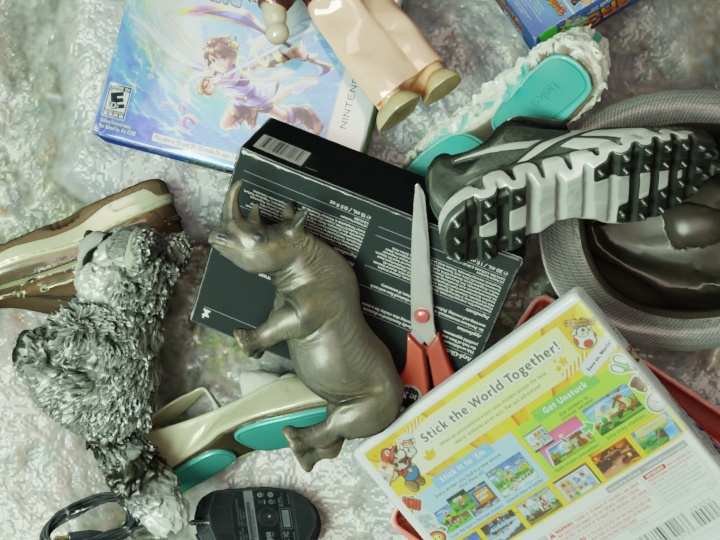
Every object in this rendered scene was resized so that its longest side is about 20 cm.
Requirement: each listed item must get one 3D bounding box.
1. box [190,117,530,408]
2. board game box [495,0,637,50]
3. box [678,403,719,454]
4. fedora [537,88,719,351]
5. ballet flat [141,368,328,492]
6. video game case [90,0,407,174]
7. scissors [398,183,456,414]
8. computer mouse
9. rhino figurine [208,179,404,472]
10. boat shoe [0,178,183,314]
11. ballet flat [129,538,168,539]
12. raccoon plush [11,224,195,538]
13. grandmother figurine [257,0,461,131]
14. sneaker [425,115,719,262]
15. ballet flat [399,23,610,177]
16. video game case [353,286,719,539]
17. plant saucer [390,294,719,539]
[{"bbox_3d":[0.000,0.000,0.870,0.200,0.079,0.141,22,116,4],"label":"box"},{"bbox_3d":[0.130,-0.264,0.892,0.135,0.034,0.200,-31,69,1],"label":"board game box"},{"bbox_3d":[0.210,0.138,0.844,0.070,0.064,0.200,-44,87,14],"label":"box"},{"bbox_3d":[0.223,-0.033,0.878,0.200,0.090,0.177,-9,87,7],"label":"fedora"},{"bbox_3d":[-0.091,0.107,0.900,0.200,0.069,0.070,-23,86,10],"label":"ballet flat"},{"bbox_3d":[-0.078,-0.161,0.924,0.200,0.045,0.182,14,87,4],"label":"video game case"},{"bbox_3d":[0.036,0.041,0.830,0.073,0.014,0.200,-10,113,21],"label":"scissors"},{"bbox_3d":[-0.125,0.185,0.888,0.200,0.034,0.059,3,56,-17],"label":"computer mouse"},{"bbox_3d":[-0.038,0.031,0.812,0.087,0.060,0.200,-26,104,-5],"label":"rhino figurine"},{"bbox_3d":[-0.222,0.006,0.912,0.202,0.075,0.075,-25,92,2],"label":"boat shoe"},{"bbox_3d":[-0.131,0.231,0.901,0.200,0.068,0.067,13,81,2],"label":"ballet flat"},{"bbox_3d":[-0.140,0.062,0.859,0.134,0.097,0.200,-38,95,11],"label":"raccoon plush"},{"bbox_3d":[-0.019,-0.194,0.874,0.121,0.061,0.200,-30,81,-27],"label":"grandmother figurine"},{"bbox_3d":[0.130,-0.069,0.809,0.200,0.067,0.091,-15,43,-12],"label":"sneaker"},{"bbox_3d":[0.103,-0.103,0.877,0.200,0.072,0.072,-36,85,43],"label":"ballet flat"},{"bbox_3d":[0.123,0.136,0.820,0.200,0.023,0.182,-39,92,27],"label":"video game case"},{"bbox_3d":[0.156,0.152,0.902,0.199,0.037,0.200,34,91,4],"label":"plant saucer"}]
